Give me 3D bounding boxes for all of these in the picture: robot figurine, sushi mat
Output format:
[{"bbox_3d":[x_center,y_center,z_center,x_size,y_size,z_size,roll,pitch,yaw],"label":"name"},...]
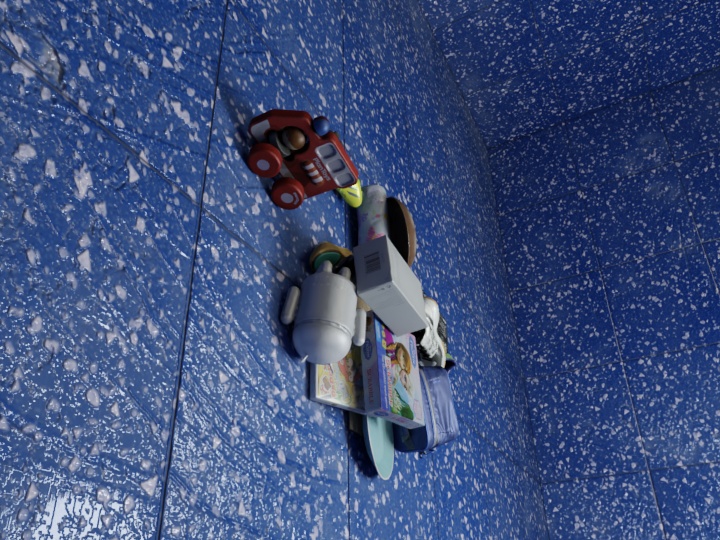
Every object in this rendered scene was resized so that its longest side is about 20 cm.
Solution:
[{"bbox_3d":[-0.066,0.086,1.129,0.165,0.113,0.205,15,59,-14],"label":"robot figurine"},{"bbox_3d":[-0.003,0.256,1.315,0.096,0.012,0.205,43,38,-51],"label":"sushi mat"}]

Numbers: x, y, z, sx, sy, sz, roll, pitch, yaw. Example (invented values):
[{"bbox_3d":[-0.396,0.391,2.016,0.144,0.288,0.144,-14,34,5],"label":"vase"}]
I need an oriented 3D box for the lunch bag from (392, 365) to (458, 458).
[{"bbox_3d":[0.131,0.329,1.413,0.130,0.135,0.206,-1,74,-40],"label":"lunch bag"}]

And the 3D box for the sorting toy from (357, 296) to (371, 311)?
[{"bbox_3d":[0.012,0.126,1.349,0.183,0.036,0.206,7,64,-50],"label":"sorting toy"}]

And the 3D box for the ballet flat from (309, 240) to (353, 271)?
[{"bbox_3d":[-0.067,-0.029,1.299,0.064,0.068,0.199,52,12,21],"label":"ballet flat"}]

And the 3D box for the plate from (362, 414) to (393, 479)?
[{"bbox_3d":[0.035,0.342,1.306,0.200,0.025,0.207,-11,91,-74],"label":"plate"}]

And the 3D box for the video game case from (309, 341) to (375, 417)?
[{"bbox_3d":[-0.028,0.177,1.221,0.180,0.023,0.205,25,52,-39],"label":"video game case"}]

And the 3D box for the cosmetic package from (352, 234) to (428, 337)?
[{"bbox_3d":[0.063,0.036,1.223,0.201,0.079,0.115,52,26,-48],"label":"cosmetic package"}]

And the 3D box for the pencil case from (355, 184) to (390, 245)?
[{"bbox_3d":[0.028,-0.111,1.509,0.083,0.088,0.206,63,20,-65],"label":"pencil case"}]

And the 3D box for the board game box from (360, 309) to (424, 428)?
[{"bbox_3d":[0.067,0.210,1.270,0.199,0.040,0.206,35,45,-53],"label":"board game box"}]

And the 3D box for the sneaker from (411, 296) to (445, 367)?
[{"bbox_3d":[0.149,0.169,1.464,0.087,0.074,0.206,-29,114,-42],"label":"sneaker"}]

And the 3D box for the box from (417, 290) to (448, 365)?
[{"bbox_3d":[0.170,0.175,1.678,0.200,0.084,0.168,47,35,-48],"label":"box"}]

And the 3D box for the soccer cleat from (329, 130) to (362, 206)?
[{"bbox_3d":[-0.058,-0.227,1.423,0.084,0.063,0.203,-49,129,-33],"label":"soccer cleat"}]

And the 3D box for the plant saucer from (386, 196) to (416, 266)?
[{"bbox_3d":[0.100,-0.086,1.541,0.200,0.036,0.207,172,-90,-75],"label":"plant saucer"}]

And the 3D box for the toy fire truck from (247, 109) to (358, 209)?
[{"bbox_3d":[-0.111,-0.223,1.152,0.202,0.164,0.114,55,29,-38],"label":"toy fire truck"}]

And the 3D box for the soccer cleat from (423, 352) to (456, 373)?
[{"bbox_3d":[0.172,0.289,1.539,0.201,0.082,0.065,-52,138,-23],"label":"soccer cleat"}]

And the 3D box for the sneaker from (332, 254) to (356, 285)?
[{"bbox_3d":[0.000,0.000,1.278,0.198,0.082,0.074,-31,69,-37],"label":"sneaker"}]
